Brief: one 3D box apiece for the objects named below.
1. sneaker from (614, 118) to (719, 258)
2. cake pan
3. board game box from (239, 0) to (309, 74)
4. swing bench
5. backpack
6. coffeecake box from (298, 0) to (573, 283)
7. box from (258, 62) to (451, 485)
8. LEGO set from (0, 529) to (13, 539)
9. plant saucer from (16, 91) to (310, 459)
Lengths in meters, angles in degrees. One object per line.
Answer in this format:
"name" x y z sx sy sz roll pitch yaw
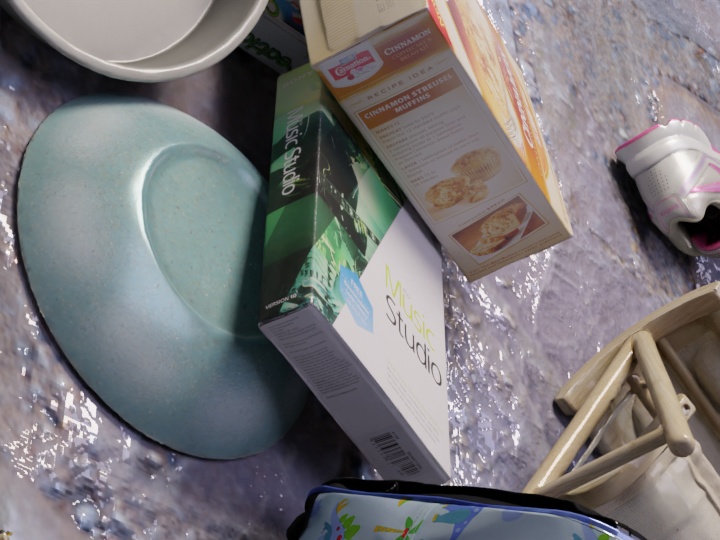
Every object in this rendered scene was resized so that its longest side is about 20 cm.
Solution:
"sneaker" 0.279 -0.047 1.310 0.199 0.081 0.089 11 59 -39
"cake pan" -0.125 -0.194 0.858 0.199 0.037 0.202 4 85 -43
"board game box" -0.090 -0.205 0.968 0.199 0.035 0.127 30 46 -37
"swing bench" 0.212 0.151 1.038 0.199 0.129 0.200 53 30 -11
"backpack" 0.065 0.189 0.751 0.183 0.199 0.148 39 60 -32
"coffeecake box" 0.039 -0.117 0.971 0.200 0.073 0.154 51 21 -43
"box" 0.000 0.000 0.893 0.145 0.036 0.201 53 23 -36
"LEGO set" -0.220 0.100 0.555 0.200 0.116 0.154 44 67 -19
"plant saucer" -0.080 -0.007 0.840 0.201 0.039 0.202 33 43 -37
